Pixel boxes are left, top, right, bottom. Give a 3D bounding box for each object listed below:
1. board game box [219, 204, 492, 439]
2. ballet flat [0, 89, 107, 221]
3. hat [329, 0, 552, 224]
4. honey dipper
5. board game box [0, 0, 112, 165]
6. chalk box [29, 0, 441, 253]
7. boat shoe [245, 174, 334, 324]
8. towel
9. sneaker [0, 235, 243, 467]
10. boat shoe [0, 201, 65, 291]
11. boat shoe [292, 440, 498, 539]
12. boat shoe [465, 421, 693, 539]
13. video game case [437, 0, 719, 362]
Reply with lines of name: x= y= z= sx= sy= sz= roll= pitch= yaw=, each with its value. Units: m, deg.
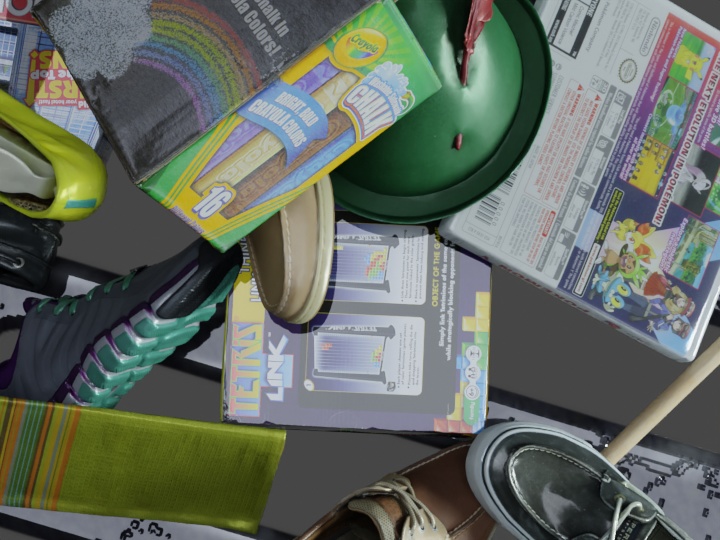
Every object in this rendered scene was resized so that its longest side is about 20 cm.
board game box: x=0.000 y=0.000 z=1.005 sx=0.163 sy=0.057 sz=0.202 roll=3 pitch=85 yaw=1
ballet flat: x=-0.241 y=-0.087 z=0.954 sx=0.199 sy=0.067 sz=0.067 roll=29 pitch=111 yaw=9
hat: x=0.026 y=-0.147 z=0.896 sx=0.164 sy=0.176 sz=0.202 roll=17 pitch=76 yaw=13
honey dipper: x=0.209 y=0.068 z=1.015 sx=0.200 sy=0.038 sz=0.038 roll=-44 pitch=88 yaw=-2
board game box: x=-0.202 y=-0.162 z=1.010 sx=0.198 sy=0.062 sz=0.202 roll=8 pitch=85 yaw=-1
chalk box: x=-0.044 y=-0.129 z=0.845 sx=0.199 sy=0.124 sz=0.125 roll=-35 pitch=68 yaw=3
boat shoe: x=-0.065 y=-0.066 z=0.940 sx=0.064 sy=0.071 sz=0.202 roll=-2 pitch=74 yaw=-32
towel: x=-0.149 y=0.117 z=0.967 sx=0.198 sy=0.018 sz=0.087 roll=8 pitch=129 yaw=-14
sneaker: x=-0.161 y=0.030 z=0.972 sx=0.200 sy=0.074 sz=0.088 roll=-44 pitch=78 yaw=16
boat shoe: x=-0.282 y=-0.017 z=0.992 sx=0.197 sy=0.075 sz=0.067 roll=5 pitch=74 yaw=-10
boat shoe: x=0.017 y=0.161 z=0.953 sx=0.076 sy=0.072 sz=0.199 roll=39 pitch=55 yaw=23
boat shoe: x=0.155 y=0.155 z=0.967 sx=0.199 sy=0.071 sz=0.072 roll=34 pitch=81 yaw=-14
video game case: x=0.164 y=-0.072 z=1.000 sx=0.181 sy=0.023 sz=0.202 roll=27 pitch=78 yaw=-13
